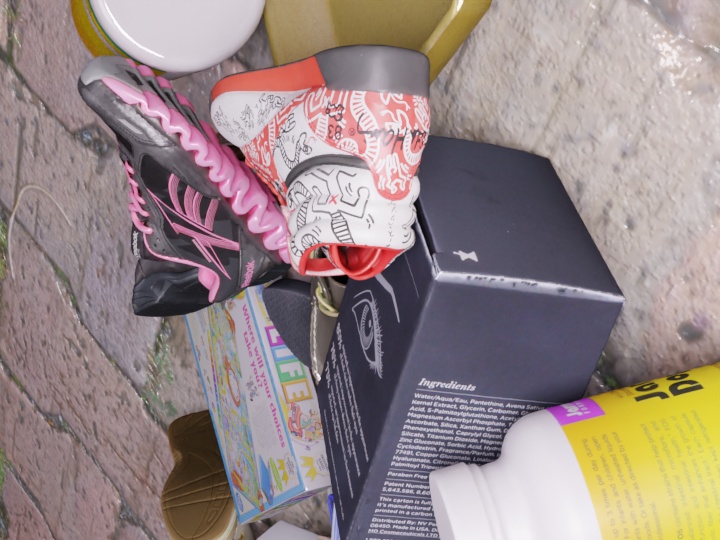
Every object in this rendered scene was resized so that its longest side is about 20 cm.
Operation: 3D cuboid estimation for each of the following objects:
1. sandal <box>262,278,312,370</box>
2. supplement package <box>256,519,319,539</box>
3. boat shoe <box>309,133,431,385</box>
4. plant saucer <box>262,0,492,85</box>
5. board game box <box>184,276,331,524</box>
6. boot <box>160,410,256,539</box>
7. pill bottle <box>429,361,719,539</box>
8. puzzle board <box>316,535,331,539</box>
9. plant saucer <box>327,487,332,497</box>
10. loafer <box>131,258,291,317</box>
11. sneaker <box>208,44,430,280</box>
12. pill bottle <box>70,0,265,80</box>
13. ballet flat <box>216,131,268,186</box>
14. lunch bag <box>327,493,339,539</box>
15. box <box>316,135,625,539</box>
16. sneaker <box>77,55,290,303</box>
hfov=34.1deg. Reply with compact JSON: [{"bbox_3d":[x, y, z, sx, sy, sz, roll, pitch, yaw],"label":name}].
[{"bbox_3d":[0.011,0.048,0.862,0.200,0.043,0.076,15,131,35],"label":"sandal"},{"bbox_3d":[-0.039,0.337,1.016,0.114,0.109,0.200,7,126,49],"label":"supplement package"},{"bbox_3d":[-0.003,-0.001,0.778,0.072,0.060,0.202,23,114,22],"label":"boat shoe"},{"bbox_3d":[0.006,-0.169,0.674,0.200,0.048,0.201,-48,50,53],"label":"plant saucer"},{"bbox_3d":[-0.086,0.096,0.968,0.134,0.034,0.201,-38,65,54],"label":"board game box"},{"bbox_3d":[-0.133,0.241,1.082,0.200,0.072,0.155,-113,12,-65],"label":"boot"},{"bbox_3d":[0.139,0.109,0.578,0.104,0.199,0.105,166,90,-85],"label":"pill bottle"},{"bbox_3d":[0.070,0.271,0.884,0.199,0.017,0.151,6,132,35],"label":"puzzle board"},{"bbox_3d":[0.026,0.184,0.913,0.200,0.050,0.201,29,132,39],"label":"plant saucer"},{"bbox_3d":[-0.117,-0.018,0.901,0.200,0.073,0.073,-19,74,44],"label":"loafer"},{"bbox_3d":[-0.033,-0.050,0.625,0.201,0.067,0.108,0,86,60],"label":"sneaker"},{"bbox_3d":[-0.140,-0.187,0.806,0.200,0.112,0.113,-162,52,-71],"label":"pill bottle"},{"bbox_3d":[-0.065,-0.069,0.854,0.200,0.067,0.068,3,114,51],"label":"ballet flat"},{"bbox_3d":[0.048,0.204,0.793,0.160,0.075,0.201,-2,76,33],"label":"lunch bag"},{"bbox_3d":[0.051,0.046,0.670,0.148,0.104,0.200,-103,25,-54],"label":"box"},{"bbox_3d":[-0.119,-0.048,0.742,0.200,0.095,0.079,47,-171,-39],"label":"sneaker"}]
